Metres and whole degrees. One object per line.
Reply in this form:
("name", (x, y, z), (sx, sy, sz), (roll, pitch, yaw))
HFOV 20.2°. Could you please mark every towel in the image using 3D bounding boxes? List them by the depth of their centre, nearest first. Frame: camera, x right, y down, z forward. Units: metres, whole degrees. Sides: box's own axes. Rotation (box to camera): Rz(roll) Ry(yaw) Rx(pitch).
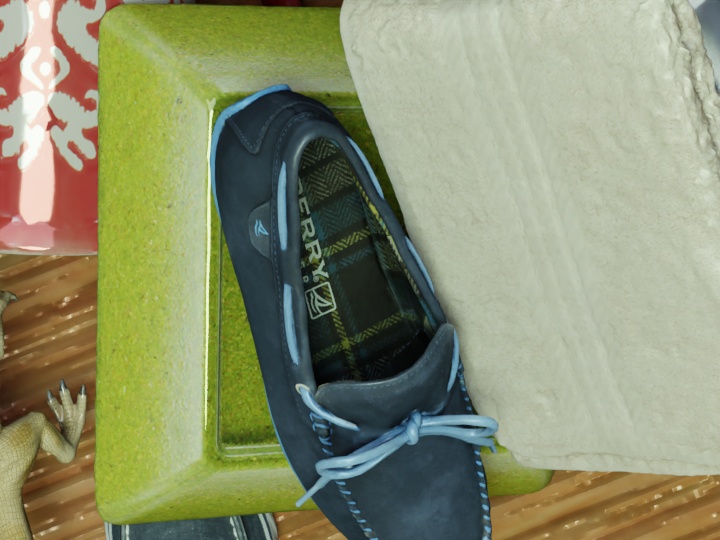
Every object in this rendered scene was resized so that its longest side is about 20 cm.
("towel", (0.079, -0.014, 0.712), (0.132, 0.034, 0.201), (-1, 121, 35))

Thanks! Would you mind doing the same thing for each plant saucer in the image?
("plant saucer", (0.000, 0.000, 0.782), (0.198, 0.048, 0.201), (-2, 99, -22))

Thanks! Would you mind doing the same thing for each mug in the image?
("mug", (-0.115, -0.121, 0.825), (0.133, 0.177, 0.202), (8, 104, 26))

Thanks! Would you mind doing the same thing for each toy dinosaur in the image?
("toy dinosaur", (-0.150, 0.073, 0.804), (0.058, 0.101, 0.201), (-19, 107, 17))

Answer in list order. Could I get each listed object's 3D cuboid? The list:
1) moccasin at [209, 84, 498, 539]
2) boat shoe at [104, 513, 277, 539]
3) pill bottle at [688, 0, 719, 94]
("moccasin", (-0.003, 0.034, 0.723), (0.080, 0.068, 0.201), (-32, 111, -14))
("boat shoe", (-0.063, 0.148, 0.806), (0.070, 0.091, 0.202), (-15, 78, 2))
("pill bottle", (0.133, -0.070, 0.733), (0.111, 0.111, 0.200), (-44, 95, -4))
